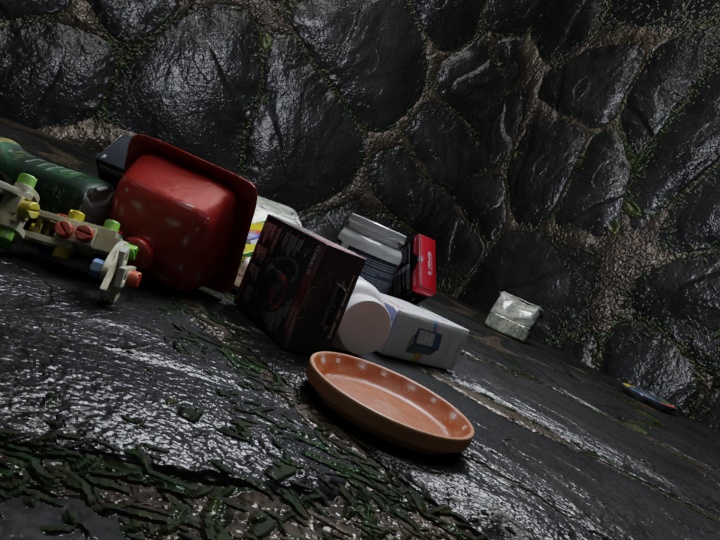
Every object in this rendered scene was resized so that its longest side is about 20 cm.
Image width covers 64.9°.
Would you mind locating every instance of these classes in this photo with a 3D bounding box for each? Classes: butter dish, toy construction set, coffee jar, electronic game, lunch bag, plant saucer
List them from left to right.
[{"bbox_3d":[-0.439,-0.104,0.753,0.199,0.105,0.085,24,16,3],"label":"coffee jar"},{"bbox_3d":[-0.330,-0.040,0.635,0.199,0.093,0.131,30,-21,-7],"label":"toy construction set"},{"bbox_3d":[-0.268,-0.052,0.773,0.199,0.201,0.148,24,31,2],"label":"butter dish"},{"bbox_3d":[-0.228,-0.076,1.292,0.199,0.140,0.168,19,24,-25],"label":"lunch bag"},{"bbox_3d":[0.030,0.149,0.635,0.199,0.033,0.200,24,5,-2],"label":"plant saucer"},{"bbox_3d":[0.656,0.197,2.410,0.199,0.169,0.139,26,5,29],"label":"lunch bag"},{"bbox_3d":[1.070,0.470,2.108,0.199,0.042,0.200,23,4,-2],"label":"electronic game"}]

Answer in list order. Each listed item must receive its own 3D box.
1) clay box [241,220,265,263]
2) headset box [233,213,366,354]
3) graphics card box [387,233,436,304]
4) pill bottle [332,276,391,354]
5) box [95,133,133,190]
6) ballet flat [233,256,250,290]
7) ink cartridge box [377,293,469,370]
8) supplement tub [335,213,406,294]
[{"bbox_3d":[-0.212,-0.049,1.116,0.114,0.048,0.199,26,34,36],"label":"clay box"},{"bbox_3d":[-0.087,0.020,0.803,0.075,0.150,0.199,19,5,-39],"label":"headset box"},{"bbox_3d":[0.083,0.023,1.204,0.051,0.126,0.200,19,-34,-27],"label":"graphics card box"},{"bbox_3d":[-0.027,0.059,0.888,0.111,0.113,0.200,21,6,-24],"label":"pill bottle"},{"bbox_3d":[-0.304,-0.109,0.901,0.198,0.079,0.142,22,-40,3],"label":"box"},{"bbox_3d":[-0.217,-0.004,0.967,0.199,0.070,0.069,24,4,8],"label":"ballet flat"},{"bbox_3d":[0.079,0.105,1.050,0.199,0.088,0.145,21,3,-41],"label":"ink cartridge box"},{"bbox_3d":[0.000,0.000,1.153,0.139,0.201,0.140,23,5,-2],"label":"supplement tub"}]
